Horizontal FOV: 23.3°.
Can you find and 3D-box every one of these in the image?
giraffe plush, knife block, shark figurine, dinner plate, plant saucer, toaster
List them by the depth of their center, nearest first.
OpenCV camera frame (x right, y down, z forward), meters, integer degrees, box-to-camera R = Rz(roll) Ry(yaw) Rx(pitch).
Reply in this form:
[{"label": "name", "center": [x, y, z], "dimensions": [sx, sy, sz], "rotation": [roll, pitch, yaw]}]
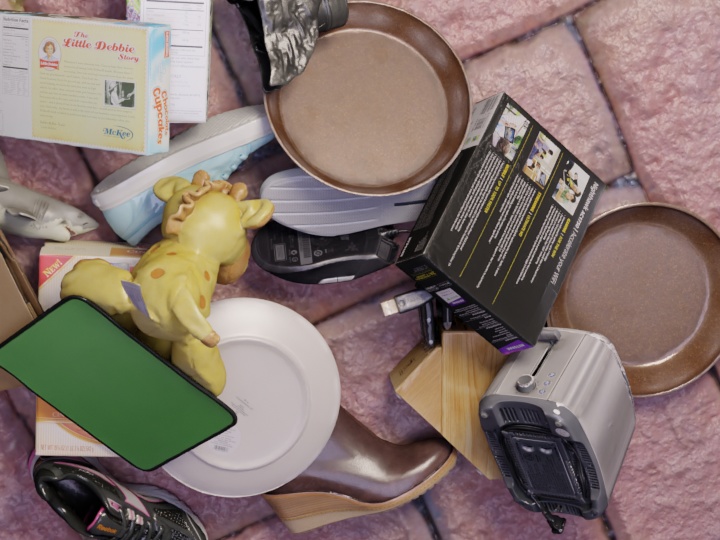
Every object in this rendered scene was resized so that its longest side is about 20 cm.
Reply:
[{"label": "giraffe plush", "center": [-0.162, -0.006, 1.580], "dimensions": [0.172, 0.200, 0.162], "rotation": [28, 64, 2]}, {"label": "shark figurine", "center": [-0.344, -0.087, 1.617], "dimensions": [0.128, 0.214, 0.090], "rotation": [-5, 73, 17]}, {"label": "plant saucer", "center": [0.005, -0.158, 1.642], "dimensions": [0.200, 0.034, 0.201], "rotation": [4, 70, -11]}, {"label": "dinner plate", "center": [-0.115, 0.126, 1.674], "dimensions": [0.199, 0.024, 0.201], "rotation": [-3, 104, -10]}, {"label": "toaster", "center": [0.199, 0.149, 1.695], "dimensions": [0.113, 0.129, 0.200], "rotation": [4, 136, 33]}, {"label": "knife block", "center": [0.123, 0.082, 1.731], "dimensions": [0.200, 0.064, 0.176], "rotation": [44, 96, -12]}, {"label": "plant saucer", "center": [0.281, 0.027, 1.747], "dimensions": [0.200, 0.037, 0.201], "rotation": [-1, 103, -4]}]

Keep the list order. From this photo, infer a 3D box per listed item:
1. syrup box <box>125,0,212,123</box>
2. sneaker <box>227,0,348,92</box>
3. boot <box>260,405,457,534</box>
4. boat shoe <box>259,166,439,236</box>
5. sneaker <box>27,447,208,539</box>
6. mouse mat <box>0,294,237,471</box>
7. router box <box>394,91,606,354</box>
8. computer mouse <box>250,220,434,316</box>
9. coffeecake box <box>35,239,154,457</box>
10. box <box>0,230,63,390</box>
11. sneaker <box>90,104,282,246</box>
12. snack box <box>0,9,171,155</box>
[{"label": "syrup box", "center": [-0.177, -0.242, 1.622], "dimensions": [0.081, 0.079, 0.201], "rotation": [1, 103, -5]}, {"label": "sneaker", "center": [-0.079, -0.273, 1.606], "dimensions": [0.104, 0.060, 0.200], "rotation": [-23, 93, -22]}, {"label": "boot", "center": [-0.019, 0.162, 1.732], "dimensions": [0.199, 0.072, 0.167], "rotation": [-21, 106, 4]}, {"label": "boat shoe", "center": [-0.001, -0.082, 1.683], "dimensions": [0.199, 0.071, 0.072], "rotation": [-1, 129, -12]}, {"label": "sneaker", "center": [-0.246, 0.247, 1.725], "dimensions": [0.200, 0.086, 0.080], "rotation": [29, 101, -11]}, {"label": "mouse mat", "center": [-0.228, 0.107, 1.602], "dimensions": [0.200, 0.008, 0.161], "rotation": [41, 134, -20]}, {"label": "router box", "center": [0.135, -0.045, 1.645], "dimensions": [0.149, 0.051, 0.200], "rotation": [39, 60, -21]}, {"label": "computer mouse", "center": [0.000, 0.000, 1.677], "dimensions": [0.199, 0.141, 0.046], "rotation": [-11, 139, -5]}, {"label": "coffeecake box", "center": [-0.235, 0.076, 1.694], "dimensions": [0.153, 0.073, 0.201], "rotation": [2, 102, -5]}, {"label": "box", "center": [-0.389, 0.046, 1.644], "dimensions": [0.199, 0.021, 0.164], "rotation": [-12, 115, 27]}, {"label": "sneaker", "center": [-0.154, -0.089, 1.670], "dimensions": [0.200, 0.074, 0.082], "rotation": [-25, 113, 9]}, {"label": "snack box", "center": [-0.265, -0.175, 1.600], "dimensions": [0.199, 0.037, 0.117], "rotation": [9, 104, 27]}]
